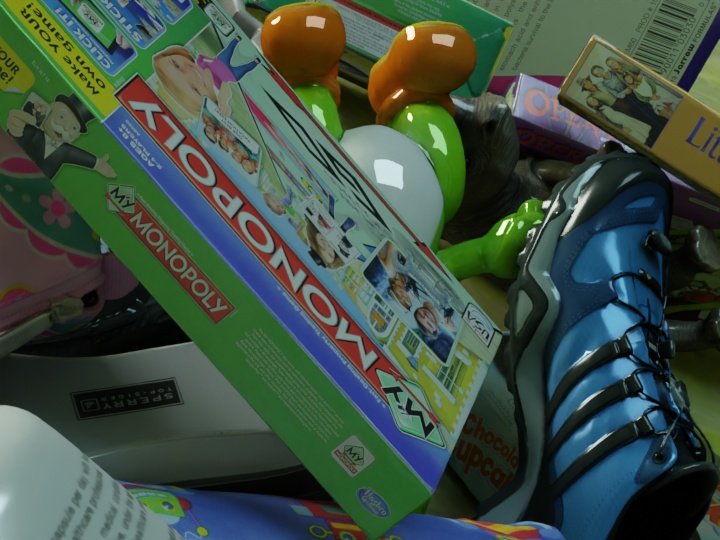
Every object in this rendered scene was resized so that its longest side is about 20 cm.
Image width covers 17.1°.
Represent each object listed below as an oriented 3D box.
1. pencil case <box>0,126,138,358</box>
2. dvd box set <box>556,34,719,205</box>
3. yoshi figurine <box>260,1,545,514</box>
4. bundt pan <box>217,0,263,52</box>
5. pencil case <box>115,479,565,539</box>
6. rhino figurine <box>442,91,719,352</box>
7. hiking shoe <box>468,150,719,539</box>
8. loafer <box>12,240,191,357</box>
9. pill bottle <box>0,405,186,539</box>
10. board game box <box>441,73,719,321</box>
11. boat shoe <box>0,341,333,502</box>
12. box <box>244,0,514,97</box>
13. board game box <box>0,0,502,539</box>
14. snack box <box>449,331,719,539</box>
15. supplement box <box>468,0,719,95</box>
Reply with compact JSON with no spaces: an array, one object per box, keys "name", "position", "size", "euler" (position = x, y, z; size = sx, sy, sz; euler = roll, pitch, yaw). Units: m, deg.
[{"name":"pencil case","position":[-0.167,0.014,0.733],"size":[0.199,0.088,0.087],"euler":[-26,56,-32]},{"name":"dvd box set","position":[0.169,-0.026,0.948],"size":[0.199,0.030,0.146],"euler":[33,5,5]},{"name":"yoshi figurine","position":[0.009,-0.005,0.900],"size":[0.112,0.112,0.202],"euler":[33,50,-56]},{"name":"bundt pan","position":[-0.140,-0.095,1.019],"size":[0.201,0.076,0.202],"euler":[22,28,-12]},{"name":"pencil case","position":[-0.020,0.115,0.767],"size":[0.199,0.087,0.078],"euler":[10,21,-31]},{"name":"rhino figurine","position":[0.080,-0.019,1.044],"size":[0.200,0.087,0.060],"euler":[39,50,-37]},{"name":"hiking shoe","position":[0.097,0.055,0.866],"size":[0.086,0.202,0.074],"euler":[4,-13,37]},{"name":"loafer","position":[-0.105,0.004,0.890],"size":[0.068,0.071,0.200],"euler":[40,29,26]},{"name":"pill bottle","position":[-0.089,0.108,0.627],"size":[0.200,0.113,0.114],"euler":[42,24,-14]},{"name":"board game box","position":[0.135,-0.019,1.109],"size":[0.199,0.120,0.033],"euler":[22,64,-14]},{"name":"boat shoe","position":[-0.098,0.065,0.793],"size":[0.198,0.067,0.070],"euler":[-8,40,-14]},{"name":"box","position":[-0.005,-0.121,1.157],"size":[0.117,0.049,0.200],"euler":[24,2,-10]},{"name":"board game box","position":[-0.038,-0.022,0.765],"size":[0.200,0.029,0.135],"euler":[49,22,-7]},{"name":"snack box","position":[0.112,0.101,0.965],"size":[0.116,0.037,0.200],"euler":[4,36,-42]},{"name":"supplement box","position":[0.089,-0.160,1.318],"size":[0.199,0.102,0.104],"euler":[17,29,-23]}]
